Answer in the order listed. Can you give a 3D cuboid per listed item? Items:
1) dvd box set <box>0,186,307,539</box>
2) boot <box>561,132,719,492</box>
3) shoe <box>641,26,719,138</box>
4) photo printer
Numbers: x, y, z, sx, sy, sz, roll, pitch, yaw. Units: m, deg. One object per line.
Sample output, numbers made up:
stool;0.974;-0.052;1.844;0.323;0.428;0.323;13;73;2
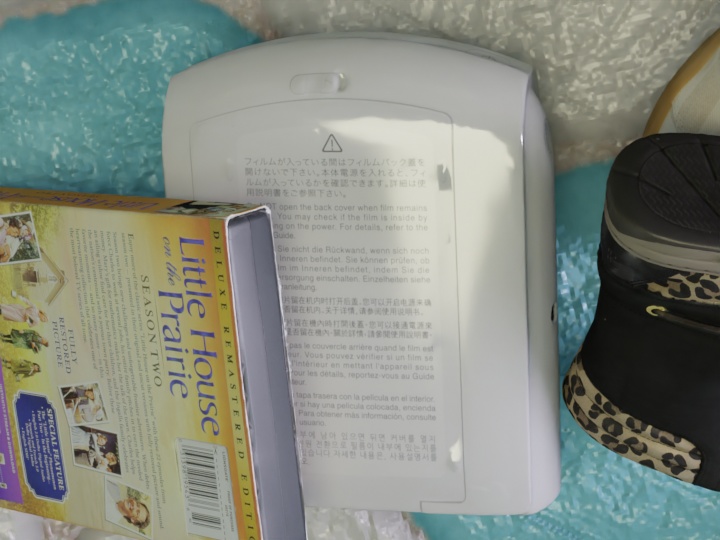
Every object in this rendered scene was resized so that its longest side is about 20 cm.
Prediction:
dvd box set;-0.112;0.039;0.838;0.200;0.029;0.146;5;107;39
boot;0.179;0.028;0.776;0.200;0.073;0.151;12;143;-1
shoe;0.163;-0.066;0.753;0.070;0.053;0.200;7;137;-20
photo printer;0.000;0.000;0.831;0.166;0.069;0.200;0;107;14
